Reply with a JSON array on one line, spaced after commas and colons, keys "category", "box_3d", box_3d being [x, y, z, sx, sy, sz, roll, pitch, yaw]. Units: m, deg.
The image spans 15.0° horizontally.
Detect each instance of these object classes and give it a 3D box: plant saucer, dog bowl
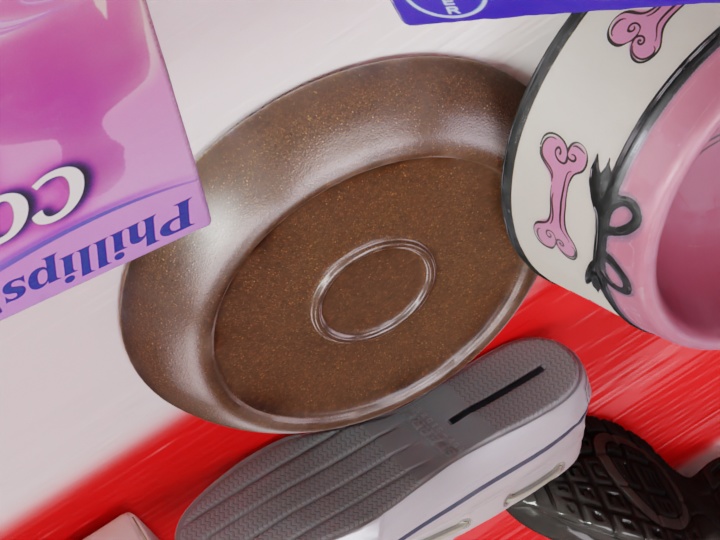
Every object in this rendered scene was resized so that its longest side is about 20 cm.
[{"category": "plant saucer", "box_3d": [0.000, 0.000, 1.117, 0.200, 0.032, 0.201, -19, 139, -17]}, {"category": "dog bowl", "box_3d": [0.157, -0.054, 1.104, 0.200, 0.074, 0.200, -26, 140, -23]}]

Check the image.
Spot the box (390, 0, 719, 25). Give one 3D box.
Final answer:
[{"category": "box", "box_3d": [0.073, -0.178, 0.845, 0.183, 0.105, 0.200, -3, 147, 21]}]

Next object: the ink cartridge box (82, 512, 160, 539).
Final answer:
[{"category": "ink cartridge box", "box_3d": [-0.107, 0.214, 1.229, 0.145, 0.084, 0.200, -33, 143, 1]}]

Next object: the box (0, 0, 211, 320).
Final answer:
[{"category": "box", "box_3d": [-0.162, -0.071, 0.877, 0.176, 0.097, 0.200, -25, 142, -9]}]

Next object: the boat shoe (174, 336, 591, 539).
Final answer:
[{"category": "boat shoe", "box_3d": [0.017, 0.102, 1.198, 0.200, 0.074, 0.067, -23, 132, -13]}]

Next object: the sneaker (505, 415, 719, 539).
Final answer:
[{"category": "sneaker", "box_3d": [0.130, 0.130, 1.314, 0.200, 0.076, 0.091, 20, 128, -41]}]
